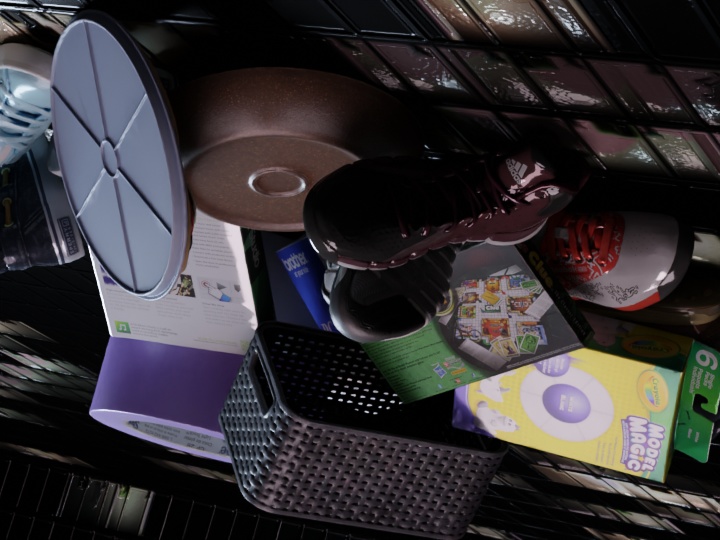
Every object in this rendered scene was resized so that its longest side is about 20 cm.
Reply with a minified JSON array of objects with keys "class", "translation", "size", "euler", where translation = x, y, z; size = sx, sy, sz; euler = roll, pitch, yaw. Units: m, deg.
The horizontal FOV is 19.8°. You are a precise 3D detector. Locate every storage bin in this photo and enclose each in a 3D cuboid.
[{"class":"storage bin","translation":[0.001,0.128,1.649],"size":[0.199,0.094,0.135],"euler":[13,-151,-24]}]

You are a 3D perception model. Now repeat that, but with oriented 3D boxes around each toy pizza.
[{"class":"toy pizza","translation":[-0.156,-0.079,1.395],"size":[0.032,0.201,0.200],"euler":[-15,-178,-28]}]

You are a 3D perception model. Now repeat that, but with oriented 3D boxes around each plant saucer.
[{"class":"plant saucer","translation":[-0.055,-0.074,1.425],"size":[0.200,0.037,0.201],"euler":[1,155,0]}]

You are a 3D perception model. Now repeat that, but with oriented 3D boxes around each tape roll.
[{"class":"tape roll","translation":[-0.130,0.111,1.806],"size":[0.199,0.085,0.200],"euler":[14,167,3]}]

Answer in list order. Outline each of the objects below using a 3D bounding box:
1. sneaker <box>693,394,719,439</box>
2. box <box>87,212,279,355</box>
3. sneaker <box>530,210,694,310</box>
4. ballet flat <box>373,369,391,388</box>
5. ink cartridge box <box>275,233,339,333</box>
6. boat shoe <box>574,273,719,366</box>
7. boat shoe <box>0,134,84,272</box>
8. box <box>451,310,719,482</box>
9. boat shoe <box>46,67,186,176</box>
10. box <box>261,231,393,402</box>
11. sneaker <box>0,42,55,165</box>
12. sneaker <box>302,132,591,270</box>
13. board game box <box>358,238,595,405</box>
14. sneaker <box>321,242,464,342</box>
[{"class":"sneaker","translation":[0.228,0.084,1.657],"size":[0.199,0.130,0.080],"euler":[13,165,12]},{"class":"box","translation":[-0.148,-0.022,1.646],"size":[0.144,0.036,0.200],"euler":[8,133,19]},{"class":"sneaker","translation":[0.144,-0.017,1.485],"size":[0.108,0.067,0.201],"euler":[20,169,-25]},{"class":"ballet flat","translation":[0.090,0.078,1.796],"size":[0.200,0.057,0.066],"euler":[-6,-168,-39]},{"class":"ink cartridge box","translation":[0.000,0.000,1.668],"size":[0.094,0.044,0.200],"euler":[59,159,-3]},{"class":"boat shoe","translation":[0.190,0.039,1.602],"size":[0.200,0.068,0.072],"euler":[6,-153,33]},{"class":"boat shoe","translation":[-0.279,-0.053,1.623],"size":[0.091,0.071,0.200],"euler":[-16,-157,-10]},{"class":"box","translation":[0.173,0.090,1.573],"size":[0.199,0.048,0.118],"euler":[12,128,13]},{"class":"boat shoe","translation":[-0.158,-0.094,1.519],"size":[0.091,0.071,0.200],"euler":[22,165,-28]},{"class":"box","translation":[-0.048,0.046,1.872],"size":[0.199,0.107,0.152],"euler":[18,167,-10]},{"class":"sneaker","translation":[-0.260,-0.112,1.541],"size":[0.074,0.082,0.200],"euler":[20,166,-21]},{"class":"sneaker","translation":[0.066,-0.058,1.352],"size":[0.200,0.076,0.115],"euler":[-11,169,-34]},{"class":"board game box","translation":[0.072,0.034,1.525],"size":[0.200,0.023,0.105],"euler":[-21,112,47]},{"class":"sneaker","translation":[0.008,0.010,1.450],"size":[0.115,0.200,0.075],"euler":[-36,99,37]}]
